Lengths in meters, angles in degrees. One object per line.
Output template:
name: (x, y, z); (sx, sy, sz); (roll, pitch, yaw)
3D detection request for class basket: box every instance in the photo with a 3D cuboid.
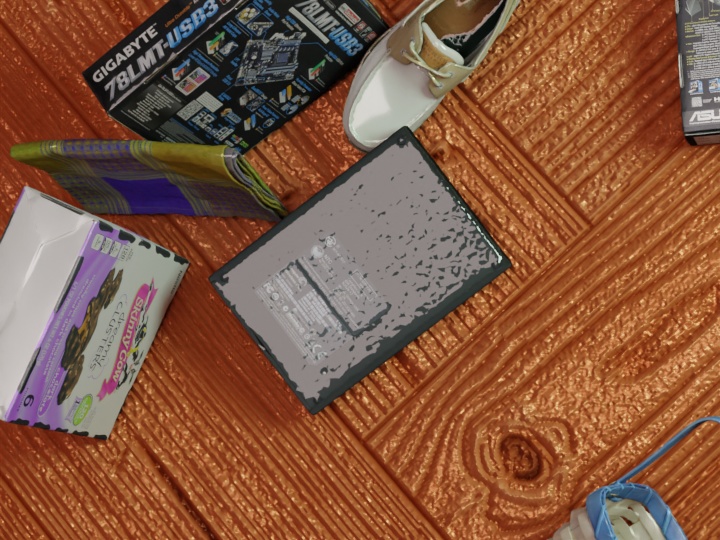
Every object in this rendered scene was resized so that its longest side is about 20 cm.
basket: (0.229, 0.226, 1.585); (0.200, 0.139, 0.176); (-36, 72, 19)

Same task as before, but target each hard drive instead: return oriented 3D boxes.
hard drive: (0.000, 0.000, 1.730); (0.200, 0.033, 0.140); (-37, 89, 8)

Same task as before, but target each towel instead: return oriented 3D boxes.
towel: (-0.165, -0.071, 1.751); (0.200, 0.144, 0.023); (4, 74, 19)

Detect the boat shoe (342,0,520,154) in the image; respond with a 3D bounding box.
boat shoe: (0.056, -0.176, 1.731); (0.075, 0.068, 0.200); (37, 94, -7)

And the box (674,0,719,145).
box: (0.341, -0.184, 1.666); (0.200, 0.049, 0.161); (-5, 81, 15)

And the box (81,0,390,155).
box: (-0.091, -0.170, 1.714); (0.198, 0.200, 0.050); (-39, 67, 8)

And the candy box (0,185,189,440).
candy box: (-0.230, 0.039, 1.722); (0.072, 0.200, 0.168); (24, 89, 18)
